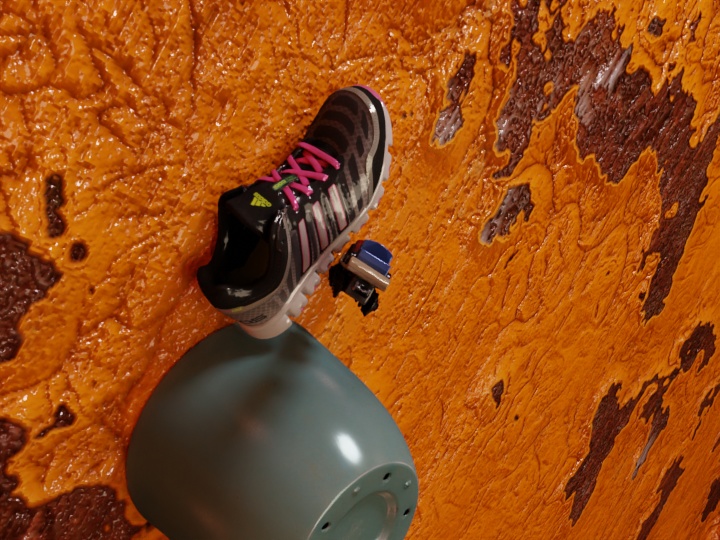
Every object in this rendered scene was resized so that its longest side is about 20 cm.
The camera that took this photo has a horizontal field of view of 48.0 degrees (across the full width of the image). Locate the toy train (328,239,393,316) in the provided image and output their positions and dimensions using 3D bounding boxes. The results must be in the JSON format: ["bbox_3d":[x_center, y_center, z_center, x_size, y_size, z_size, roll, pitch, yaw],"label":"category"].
[{"bbox_3d":[0.000,0.000,0.595,0.046,0.034,0.200,-58,-175,1],"label":"toy train"}]

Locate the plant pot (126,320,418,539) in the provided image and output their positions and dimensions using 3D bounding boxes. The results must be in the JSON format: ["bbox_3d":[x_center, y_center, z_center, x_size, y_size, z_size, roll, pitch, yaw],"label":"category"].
[{"bbox_3d":[-0.052,0.161,0.628,0.200,0.160,0.202,-27,132,-35],"label":"plant pot"}]

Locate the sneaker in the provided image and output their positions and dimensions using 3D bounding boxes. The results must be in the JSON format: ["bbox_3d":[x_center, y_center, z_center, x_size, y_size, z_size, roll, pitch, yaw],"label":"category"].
[{"bbox_3d":[-0.049,-0.046,0.571,0.201,0.074,0.087,-59,148,5],"label":"sneaker"}]
